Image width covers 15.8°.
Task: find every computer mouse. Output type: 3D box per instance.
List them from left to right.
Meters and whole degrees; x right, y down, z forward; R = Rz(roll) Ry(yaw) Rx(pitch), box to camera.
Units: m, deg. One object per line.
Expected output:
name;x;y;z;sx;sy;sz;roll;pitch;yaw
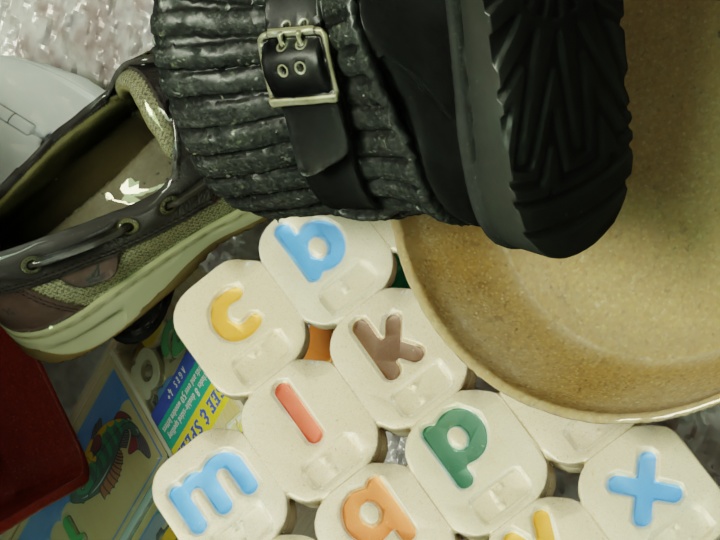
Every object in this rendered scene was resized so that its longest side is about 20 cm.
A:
computer mouse;-0.126;-0.045;1.047;0.200;0.044;0.110;22;69;41

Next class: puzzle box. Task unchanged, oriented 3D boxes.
puzzle box;-0.088;0.114;1.031;0.133;0.025;0.200;54;126;37

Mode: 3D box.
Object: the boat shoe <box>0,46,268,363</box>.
boat shoe;-0.063;-0.049;0.938;0.200;0.065;0.073;-45;51;0

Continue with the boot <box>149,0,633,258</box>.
boot;0.003;-0.108;0.827;0.157;0.079;0.212;15;113;43

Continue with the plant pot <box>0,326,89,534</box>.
plant pot;-0.246;0.042;0.964;0.176;0.200;0.200;-26;90;13

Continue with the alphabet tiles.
alphabet tiles;0.028;0.049;0.892;0.200;0.015;0.196;-39;63;2

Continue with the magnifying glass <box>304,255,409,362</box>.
magnifying glass;0.000;0.000;0.975;0.079;0.022;0.201;32;111;37

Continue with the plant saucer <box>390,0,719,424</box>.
plant saucer;0.100;-0.045;0.855;0.200;0.035;0.201;-10;72;32
